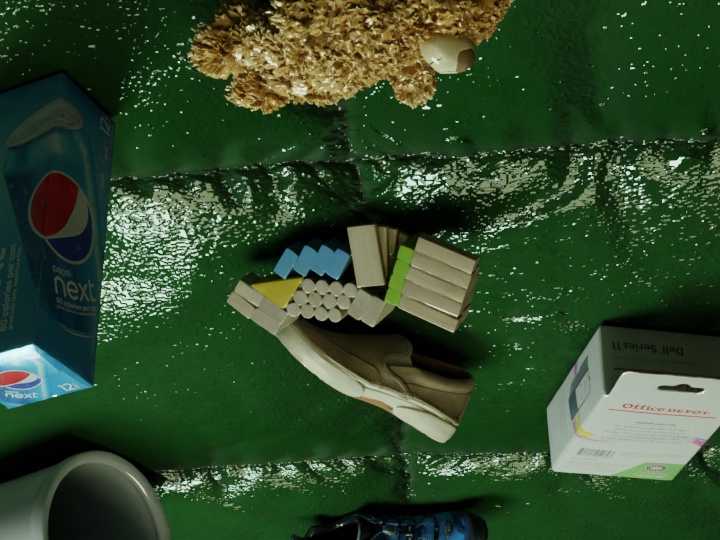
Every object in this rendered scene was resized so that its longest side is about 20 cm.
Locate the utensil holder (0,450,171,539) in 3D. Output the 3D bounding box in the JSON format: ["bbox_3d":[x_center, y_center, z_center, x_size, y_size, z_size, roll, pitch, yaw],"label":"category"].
[{"bbox_3d":[-0.309,0.278,1.556,0.199,0.171,0.170,-20,144,32],"label":"utensil holder"}]

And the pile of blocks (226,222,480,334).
[{"bbox_3d":[0.000,0.000,1.215,0.199,0.083,0.062,-2,-166,20],"label":"pile of blocks"}]

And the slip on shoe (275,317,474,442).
[{"bbox_3d":[0.015,0.076,1.331,0.199,0.076,0.061,32,97,-31],"label":"slip on shoe"}]

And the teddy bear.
[{"bbox_3d":[-0.005,-0.134,0.966,0.198,0.067,0.145,-4,152,7],"label":"teddy bear"}]

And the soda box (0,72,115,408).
[{"bbox_3d":[-0.204,-0.021,1.020,0.067,0.201,0.064,-15,146,22],"label":"soda box"}]

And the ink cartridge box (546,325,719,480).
[{"bbox_3d":[0.240,0.106,1.371,0.116,0.068,0.200,6,150,-9],"label":"ink cartridge box"}]

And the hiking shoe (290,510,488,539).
[{"bbox_3d":[0.032,0.283,1.658,0.199,0.075,0.087,-17,146,25],"label":"hiking shoe"}]
